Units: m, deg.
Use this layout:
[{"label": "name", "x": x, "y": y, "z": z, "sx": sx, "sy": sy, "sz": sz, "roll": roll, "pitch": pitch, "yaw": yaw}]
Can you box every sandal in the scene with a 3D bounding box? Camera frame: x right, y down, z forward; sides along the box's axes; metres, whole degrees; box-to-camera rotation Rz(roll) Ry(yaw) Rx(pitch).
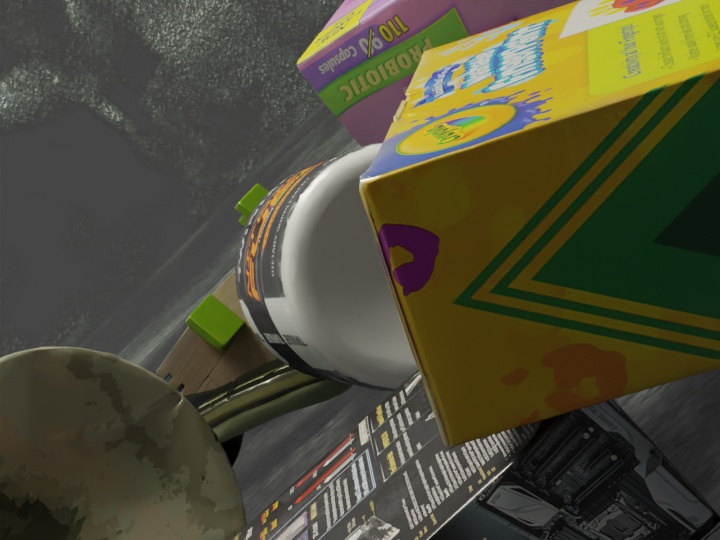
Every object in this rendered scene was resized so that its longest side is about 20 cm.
[{"label": "sandal", "x": -0.086, "y": 0.097, "z": 1.124, "sx": 0.201, "sy": 0.057, "sz": 0.080, "roll": -22, "pitch": 10, "yaw": 28}]

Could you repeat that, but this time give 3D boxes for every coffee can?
[{"label": "coffee can", "x": -0.155, "y": 0.127, "z": 0.909, "sx": 0.146, "sy": 0.146, "sz": 0.200, "roll": -47, "pitch": 8, "yaw": -34}]

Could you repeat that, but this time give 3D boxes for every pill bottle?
[{"label": "pill bottle", "x": 0.000, "y": 0.000, "z": 0.991, "sx": 0.106, "sy": 0.106, "sz": 0.200, "roll": -44, "pitch": 6, "yaw": -9}]

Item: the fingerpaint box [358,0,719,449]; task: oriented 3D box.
[{"label": "fingerpaint box", "x": 0.097, "y": -0.035, "z": 0.577, "sx": 0.167, "sy": 0.073, "sz": 0.200, "roll": -17, "pitch": 12, "yaw": 9}]

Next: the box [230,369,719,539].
[{"label": "box", "x": 0.012, "y": 0.085, "z": 0.629, "sx": 0.158, "sy": 0.050, "sz": 0.200, "roll": -43, "pitch": 7, "yaw": 2}]

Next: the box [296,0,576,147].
[{"label": "box", "x": 0.089, "y": -0.151, "z": 1.081, "sx": 0.176, "sy": 0.097, "sz": 0.200, "roll": -29, "pitch": 19, "yaw": 35}]

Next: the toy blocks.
[{"label": "toy blocks", "x": -0.063, "y": 0.034, "z": 1.273, "sx": 0.137, "sy": 0.100, "sz": 0.200, "roll": -52, "pitch": -1, "yaw": 39}]
